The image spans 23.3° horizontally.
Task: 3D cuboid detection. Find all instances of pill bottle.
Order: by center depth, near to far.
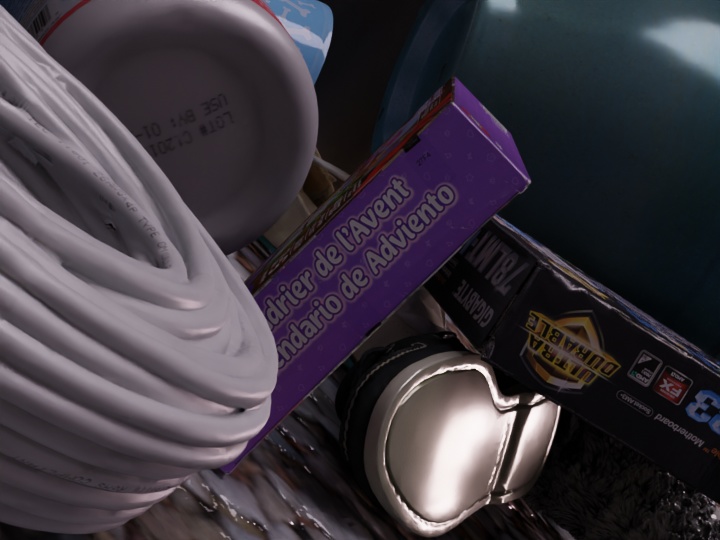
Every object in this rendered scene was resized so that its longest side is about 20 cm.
[{"bbox_3d":[-0.090,-0.088,0.696,0.109,0.109,0.200,40,10,-29],"label":"pill bottle"}]

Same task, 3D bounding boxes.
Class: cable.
[{"bbox_3d":[-0.106,-0.019,0.430,0.200,0.069,0.200,43,8,-18],"label":"cable"}]

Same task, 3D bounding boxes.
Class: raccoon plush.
[{"bbox_3d":[0.125,0.130,0.865,0.199,0.097,0.134,9,43,-46],"label":"raccoon plush"}]

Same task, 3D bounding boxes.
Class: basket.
[{"bbox_3d":[0.012,-0.123,1.021,0.136,0.200,0.180,43,5,-3],"label":"basket"}]

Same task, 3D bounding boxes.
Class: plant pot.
[{"bbox_3d":[0.113,-0.070,0.891,0.187,0.201,0.200,22,14,-14],"label":"plant pot"}]

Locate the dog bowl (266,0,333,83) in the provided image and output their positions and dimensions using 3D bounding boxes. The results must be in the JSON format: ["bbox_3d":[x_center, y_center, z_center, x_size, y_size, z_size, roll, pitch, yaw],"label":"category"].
[{"bbox_3d":[-0.075,-0.118,0.932,0.049,0.112,0.200,29,14,-23],"label":"dog bowl"}]

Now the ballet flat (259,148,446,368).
[{"bbox_3d":[0.000,0.000,0.862,0.200,0.069,0.069,51,10,32],"label":"ballet flat"}]

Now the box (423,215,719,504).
[{"bbox_3d":[0.119,0.043,0.746,0.198,0.050,0.200,31,5,-15],"label":"box"}]

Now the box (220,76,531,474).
[{"bbox_3d":[-0.002,-0.008,0.642,0.039,0.137,0.200,45,8,-4],"label":"box"}]

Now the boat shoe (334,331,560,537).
[{"bbox_3d":[0.024,0.059,0.707,0.066,0.075,0.199,18,7,23],"label":"boat shoe"}]
